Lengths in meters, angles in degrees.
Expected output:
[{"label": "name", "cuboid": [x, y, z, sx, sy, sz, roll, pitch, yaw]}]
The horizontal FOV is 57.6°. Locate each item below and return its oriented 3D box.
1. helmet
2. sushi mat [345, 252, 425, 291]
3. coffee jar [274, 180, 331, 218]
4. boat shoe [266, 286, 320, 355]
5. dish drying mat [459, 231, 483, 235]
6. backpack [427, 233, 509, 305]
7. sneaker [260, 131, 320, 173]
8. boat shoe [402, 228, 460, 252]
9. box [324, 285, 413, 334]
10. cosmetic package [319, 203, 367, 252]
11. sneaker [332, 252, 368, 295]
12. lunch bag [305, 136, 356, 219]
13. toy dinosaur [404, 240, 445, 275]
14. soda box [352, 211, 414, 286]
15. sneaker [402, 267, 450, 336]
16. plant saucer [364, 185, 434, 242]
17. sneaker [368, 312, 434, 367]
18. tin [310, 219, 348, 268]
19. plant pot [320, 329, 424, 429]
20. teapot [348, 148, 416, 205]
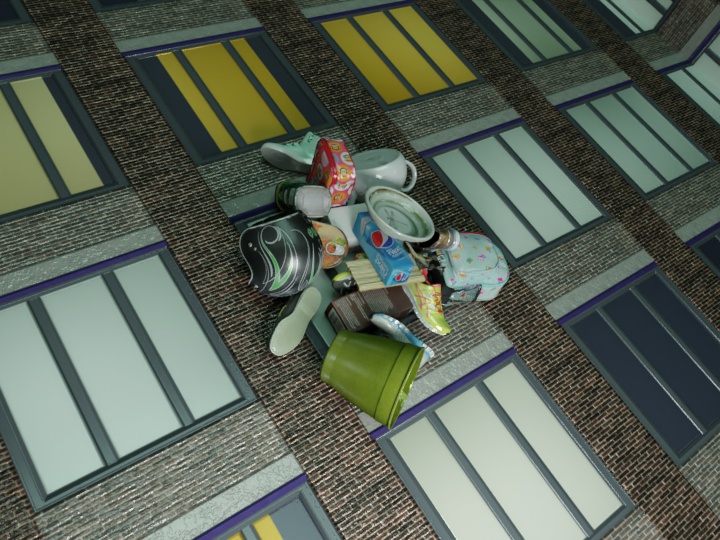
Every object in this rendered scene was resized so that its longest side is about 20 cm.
[{"label": "helmet", "cuboid": [-0.186, -0.034, 1.573, 0.200, 0.200, 0.191, -24, 102, -30]}, {"label": "sushi mat", "cuboid": [0.064, 0.002, 1.639, 0.200, 0.012, 0.096, -8, 51, -30]}, {"label": "coffee jar", "cuboid": [-0.154, -0.187, 1.702, 0.104, 0.200, 0.086, 0, 101, -23]}, {"label": "boat shoe", "cuboid": [-0.166, 0.124, 1.563, 0.072, 0.061, 0.201, 53, 51, -24]}, {"label": "dish drying mat", "cuboid": [0.268, -0.078, 1.872, 0.200, 0.018, 0.077, 0, 58, -20]}, {"label": "backpack", "cuboid": [0.295, -0.008, 1.751, 0.200, 0.153, 0.176, 3, 48, -21]}, {"label": "sneaker", "cuboid": [-0.185, -0.348, 1.867, 0.200, 0.074, 0.118, 15, 59, -21]}, {"label": "boat shoe", "cuboid": [0.169, -0.084, 1.717, 0.072, 0.200, 0.072, 12, 77, -34]}, {"label": "box", "cuboid": [0.021, 0.096, 1.632, 0.200, 0.075, 0.100, -21, 70, -28]}, {"label": "cosmetic package", "cuboid": [0.000, -0.116, 1.766, 0.200, 0.085, 0.108, -12, 65, -26]}, {"label": "sneaker", "cuboid": [0.000, 0.000, 1.690, 0.200, 0.078, 0.090, -19, 58, -36]}, {"label": "lunch bag", "cuboid": [-0.085, -0.255, 1.761, 0.082, 0.200, 0.176, -5, 55, -23]}, {"label": "toy dinosaur", "cuboid": [0.169, -0.029, 1.650, 0.088, 0.200, 0.048, 21, 85, 20]}, {"label": "soda box", "cuboid": [0.054, -0.058, 1.633, 0.064, 0.068, 0.200, -11, 52, -28]}, {"label": "sneaker", "cuboid": [0.178, 0.076, 1.676, 0.200, 0.090, 0.078, 57, 20, 21]}, {"label": "plant saucer", "cuboid": [0.089, -0.130, 1.636, 0.200, 0.050, 0.200, 22, 36, -17]}, {"label": "sneaker", "cuboid": [0.088, 0.177, 1.568, 0.200, 0.075, 0.087, 40, 78, -21]}, {"label": "tin", "cuboid": [-0.127, -0.074, 1.670, 0.200, 0.112, 0.042, 16, 10, 11]}, {"label": "plant pot", "cuboid": [0.019, 0.227, 1.484, 0.193, 0.201, 0.200, 23, 52, 12]}, {"label": "teapot", "cuboid": [0.047, -0.248, 1.839, 0.200, 0.146, 0.197, -6, 28, 15]}]
